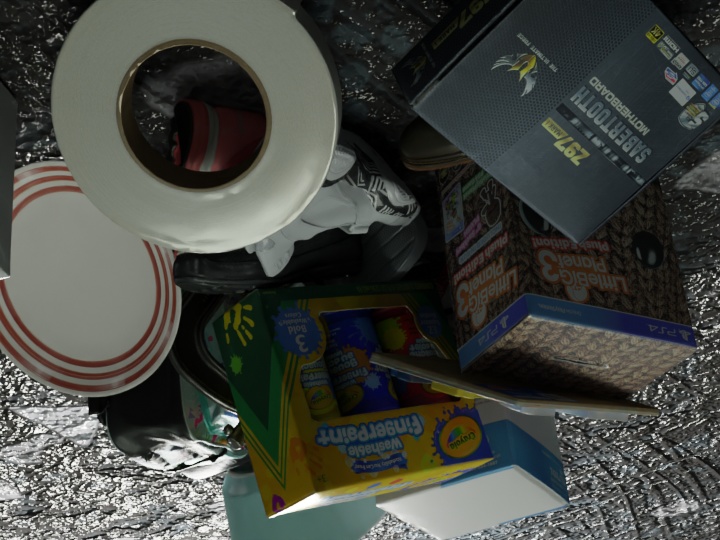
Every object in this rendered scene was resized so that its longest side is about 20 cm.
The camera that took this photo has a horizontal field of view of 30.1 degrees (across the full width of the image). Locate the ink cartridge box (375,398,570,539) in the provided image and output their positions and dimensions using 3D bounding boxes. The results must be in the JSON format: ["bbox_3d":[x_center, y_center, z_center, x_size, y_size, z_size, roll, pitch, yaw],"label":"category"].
[{"bbox_3d":[0.099,0.134,1.308,0.146,0.202,0.146,-19,149,23],"label":"ink cartridge box"}]

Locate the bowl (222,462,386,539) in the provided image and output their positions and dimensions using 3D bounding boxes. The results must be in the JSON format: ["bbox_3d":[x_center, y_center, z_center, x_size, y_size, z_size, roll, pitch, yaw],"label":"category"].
[{"bbox_3d":[-0.068,0.228,1.425,0.199,0.201,0.106,-22,106,25],"label":"bowl"}]

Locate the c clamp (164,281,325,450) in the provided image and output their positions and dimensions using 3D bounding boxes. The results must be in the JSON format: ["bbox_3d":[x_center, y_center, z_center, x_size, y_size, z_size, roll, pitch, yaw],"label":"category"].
[{"bbox_3d":[-0.081,0.062,1.142,0.170,0.201,0.027,35,145,-13],"label":"c clamp"}]

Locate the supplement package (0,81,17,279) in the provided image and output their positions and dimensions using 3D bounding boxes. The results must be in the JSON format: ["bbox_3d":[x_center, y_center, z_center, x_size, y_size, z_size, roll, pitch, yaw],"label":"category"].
[{"bbox_3d":[-0.326,-0.097,0.894,0.110,0.157,0.200,-12,149,10],"label":"supplement package"}]

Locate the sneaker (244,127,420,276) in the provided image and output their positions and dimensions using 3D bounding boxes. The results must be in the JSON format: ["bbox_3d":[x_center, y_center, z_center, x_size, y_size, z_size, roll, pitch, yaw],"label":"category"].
[{"bbox_3d":[-0.036,-0.053,1.042,0.115,0.075,0.200,-45,151,11],"label":"sneaker"}]

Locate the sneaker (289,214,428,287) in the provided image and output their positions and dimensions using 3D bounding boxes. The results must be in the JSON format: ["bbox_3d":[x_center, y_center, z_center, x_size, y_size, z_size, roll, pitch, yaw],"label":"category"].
[{"bbox_3d":[0.000,0.000,1.213,0.070,0.074,0.200,-11,161,-46],"label":"sneaker"}]

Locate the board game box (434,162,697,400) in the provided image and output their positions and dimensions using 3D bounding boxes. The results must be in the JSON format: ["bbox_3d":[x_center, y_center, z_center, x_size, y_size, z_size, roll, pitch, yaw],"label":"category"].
[{"bbox_3d":[0.158,-0.017,1.063,0.158,0.202,0.097,11,146,-26],"label":"board game box"}]

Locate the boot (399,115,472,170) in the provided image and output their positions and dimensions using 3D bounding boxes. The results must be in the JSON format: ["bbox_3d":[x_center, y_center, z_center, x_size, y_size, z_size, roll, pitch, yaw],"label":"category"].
[{"bbox_3d":[0.096,-0.151,0.967,0.199,0.075,0.097,-29,134,18],"label":"boot"}]

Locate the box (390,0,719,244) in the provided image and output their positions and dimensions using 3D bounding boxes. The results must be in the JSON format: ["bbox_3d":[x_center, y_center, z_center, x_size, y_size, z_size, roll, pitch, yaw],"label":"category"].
[{"bbox_3d":[0.143,-0.126,0.913,0.158,0.051,0.200,-42,128,17],"label":"box"}]

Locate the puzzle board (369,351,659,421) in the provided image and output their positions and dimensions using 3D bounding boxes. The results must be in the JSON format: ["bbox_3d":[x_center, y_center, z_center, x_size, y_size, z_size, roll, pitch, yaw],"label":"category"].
[{"bbox_3d":[0.125,0.095,1.070,0.150,0.018,0.199,15,-176,43],"label":"puzzle board"}]

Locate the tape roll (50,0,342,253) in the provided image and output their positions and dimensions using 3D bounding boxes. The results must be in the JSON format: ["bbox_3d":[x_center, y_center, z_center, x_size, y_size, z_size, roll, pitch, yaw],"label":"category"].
[{"bbox_3d":[-0.111,-0.110,0.917,0.201,0.037,0.205,2,115,4],"label":"tape roll"}]

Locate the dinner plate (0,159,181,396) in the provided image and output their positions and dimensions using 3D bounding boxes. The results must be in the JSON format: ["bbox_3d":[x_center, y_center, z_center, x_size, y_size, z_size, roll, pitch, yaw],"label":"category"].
[{"bbox_3d":[-0.233,0.007,1.101,0.199,0.202,0.024,-20,-172,23],"label":"dinner plate"}]

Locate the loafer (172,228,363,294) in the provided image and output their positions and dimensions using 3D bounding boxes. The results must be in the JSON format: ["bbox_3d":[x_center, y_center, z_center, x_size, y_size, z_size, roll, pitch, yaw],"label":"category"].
[{"bbox_3d":[-0.075,-0.021,1.093,0.068,0.071,0.200,-5,-177,41],"label":"loafer"}]

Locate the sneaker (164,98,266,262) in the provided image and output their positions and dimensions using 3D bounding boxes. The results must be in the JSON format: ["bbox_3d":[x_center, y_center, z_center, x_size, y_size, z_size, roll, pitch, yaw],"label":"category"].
[{"bbox_3d":[-0.114,-0.060,1.074,0.086,0.074,0.200,-1,151,-17],"label":"sneaker"}]

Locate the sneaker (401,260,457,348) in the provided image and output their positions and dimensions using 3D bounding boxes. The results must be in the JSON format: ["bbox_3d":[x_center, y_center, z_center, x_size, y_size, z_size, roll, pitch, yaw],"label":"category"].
[{"bbox_3d":[0.140,0.035,1.218,0.199,0.109,0.067,-13,152,-7],"label":"sneaker"}]

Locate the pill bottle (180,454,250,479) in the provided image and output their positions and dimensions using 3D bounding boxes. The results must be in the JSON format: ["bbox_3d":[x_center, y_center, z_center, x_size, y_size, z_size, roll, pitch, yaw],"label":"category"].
[{"bbox_3d":[-0.104,0.138,1.374,0.199,0.107,0.106,-22,146,26],"label":"pill bottle"}]

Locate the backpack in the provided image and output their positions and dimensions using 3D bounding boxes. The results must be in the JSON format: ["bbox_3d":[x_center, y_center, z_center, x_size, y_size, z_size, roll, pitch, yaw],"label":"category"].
[{"bbox_3d":[-0.151,0.091,1.220,0.149,0.179,0.200,-11,162,5],"label":"backpack"}]

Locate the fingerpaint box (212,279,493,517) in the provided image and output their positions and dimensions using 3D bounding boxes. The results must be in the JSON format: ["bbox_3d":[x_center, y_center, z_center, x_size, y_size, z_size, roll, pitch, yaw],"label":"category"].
[{"bbox_3d":[-0.003,0.099,1.100,0.199,0.168,0.073,-2,157,-41],"label":"fingerpaint box"}]
